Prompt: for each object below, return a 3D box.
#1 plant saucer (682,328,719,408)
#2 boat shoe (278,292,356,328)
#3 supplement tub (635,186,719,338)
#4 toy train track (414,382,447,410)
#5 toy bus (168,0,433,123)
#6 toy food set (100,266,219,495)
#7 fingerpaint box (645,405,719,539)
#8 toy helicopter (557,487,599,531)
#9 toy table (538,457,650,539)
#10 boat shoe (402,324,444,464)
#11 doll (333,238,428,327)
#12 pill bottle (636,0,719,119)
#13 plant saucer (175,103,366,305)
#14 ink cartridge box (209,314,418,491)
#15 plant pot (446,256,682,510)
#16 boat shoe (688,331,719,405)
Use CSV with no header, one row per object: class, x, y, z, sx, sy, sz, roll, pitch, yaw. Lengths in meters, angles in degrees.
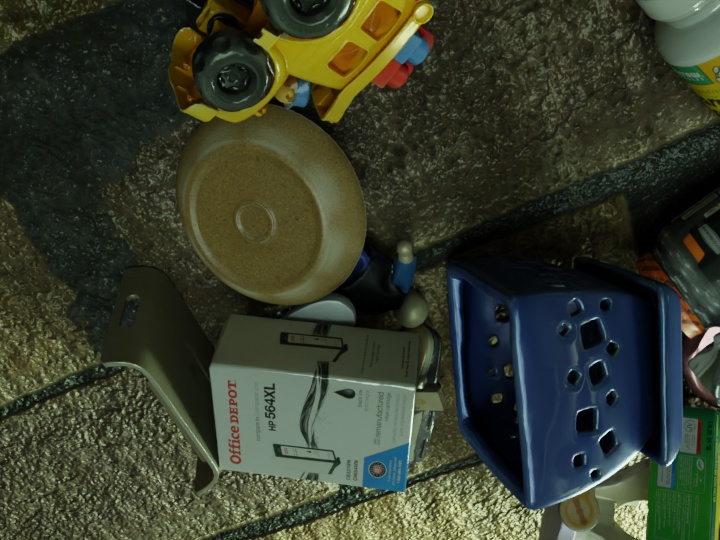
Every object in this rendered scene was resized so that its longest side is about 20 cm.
plant saucer,0.462,0.073,0.906,0.196,0.051,0.203,-2,126,-3
boat shoe,-0.077,0.080,0.851,0.068,0.057,0.200,37,121,-17
supplement tub,0.385,-0.028,0.784,0.199,0.123,0.122,-39,119,21
toy train track,0.010,0.136,0.883,0.197,0.033,0.116,-6,115,36
toy bus,-0.034,-0.192,0.645,0.190,0.137,0.200,25,123,-39
toy food set,-0.200,0.114,0.823,0.059,0.145,0.202,-18,125,9
fingerpaint box,0.388,0.262,0.909,0.072,0.204,0.166,1,169,36
toy helicopter,0.255,0.194,0.911,0.130,0.079,0.204,11,81,7
toy table,0.300,0.308,0.994,0.115,0.185,0.203,11,127,7
boat shoe,0.065,0.147,0.918,0.064,0.072,0.203,-1,121,-22
doll,0.000,0.000,0.815,0.136,0.049,0.199,-32,124,32
pill bottle,0.322,-0.197,0.667,0.199,0.114,0.113,34,116,-26
plant saucer,-0.092,-0.051,0.736,0.196,0.036,0.204,8,117,16
ink cartridge box,-0.045,0.134,0.796,0.196,0.085,0.148,5,124,4
plant pot,0.201,0.089,0.782,0.176,0.200,0.204,-8,101,-9
boat shoe,0.386,0.088,0.783,0.073,0.066,0.203,-22,159,-6
